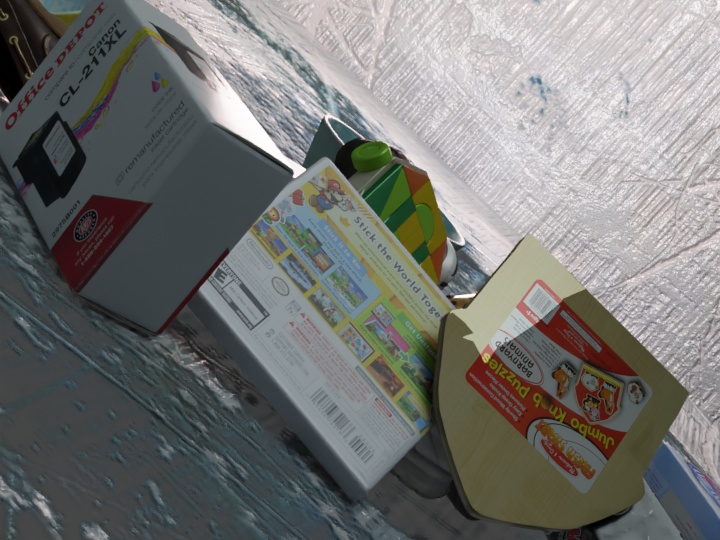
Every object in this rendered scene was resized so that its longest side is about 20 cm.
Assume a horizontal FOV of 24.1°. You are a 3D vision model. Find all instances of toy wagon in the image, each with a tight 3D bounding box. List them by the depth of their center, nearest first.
[{"bbox_3d":[0.000,0.000,1.347,0.039,0.200,0.156,5,-54,38],"label":"toy wagon"}]

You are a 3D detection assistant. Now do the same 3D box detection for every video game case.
[{"bbox_3d":[-0.015,0.036,1.200,0.200,0.023,0.182,49,46,1],"label":"video game case"}]

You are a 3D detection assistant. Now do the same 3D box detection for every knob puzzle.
[{"bbox_3d":[0.128,0.103,1.233,0.219,0.220,0.030,41,-30,-8],"label":"knob puzzle"}]

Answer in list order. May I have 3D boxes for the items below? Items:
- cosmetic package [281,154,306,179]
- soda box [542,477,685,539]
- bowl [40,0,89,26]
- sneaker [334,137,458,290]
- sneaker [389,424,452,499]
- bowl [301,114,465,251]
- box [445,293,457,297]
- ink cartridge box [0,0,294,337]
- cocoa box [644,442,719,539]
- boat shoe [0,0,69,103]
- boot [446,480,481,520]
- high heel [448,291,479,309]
[{"bbox_3d":[-0.103,-0.045,1.282,0.071,0.106,0.200,31,6,14],"label":"cosmetic package"},{"bbox_3d":[0.159,0.152,1.278,0.201,0.070,0.063,58,-29,22],"label":"soda box"},{"bbox_3d":[-0.279,-0.271,1.476,0.200,0.200,0.108,45,-33,10],"label":"bowl"},{"bbox_3d":[0.007,-0.068,1.507,0.115,0.076,0.200,28,21,-46],"label":"sneaker"},{"bbox_3d":[0.013,0.086,1.263,0.200,0.087,0.075,37,13,-26],"label":"sneaker"},{"bbox_3d":[0.003,-0.057,1.766,0.201,0.105,0.201,42,9,-8],"label":"bowl"},{"bbox_3d":[0.124,0.114,1.541,0.200,0.044,0.161,19,49,-66],"label":"box"},{"bbox_3d":[-0.153,-0.079,1.128,0.083,0.146,0.200,30,16,-43],"label":"ink cartridge box"},{"bbox_3d":[0.291,0.269,1.445,0.131,0.134,0.200,38,11,-22],"label":"cocoa box"},{"bbox_3d":[-0.282,-0.192,1.313,0.200,0.070,0.071,46,-31,26],"label":"boat shoe"},{"bbox_3d":[0.121,0.123,1.399,0.153,0.074,0.204,2,39,-28],"label":"boot"},{"bbox_3d":[0.104,0.047,1.403,0.200,0.141,0.072,75,7,-83],"label":"high heel"}]
